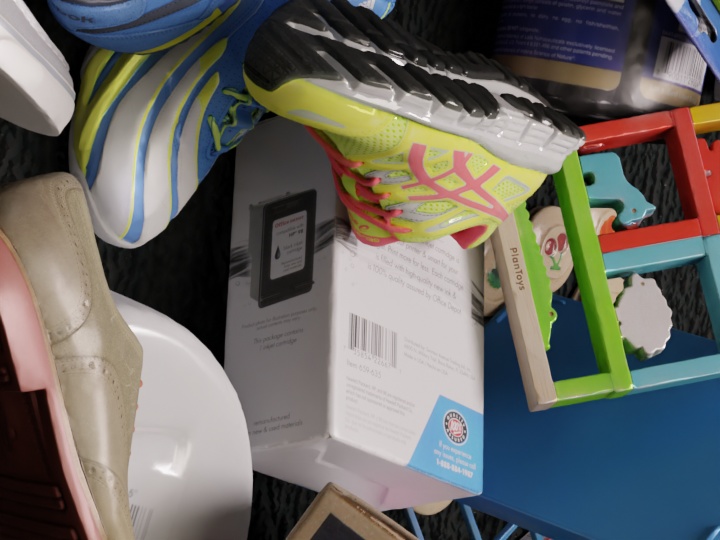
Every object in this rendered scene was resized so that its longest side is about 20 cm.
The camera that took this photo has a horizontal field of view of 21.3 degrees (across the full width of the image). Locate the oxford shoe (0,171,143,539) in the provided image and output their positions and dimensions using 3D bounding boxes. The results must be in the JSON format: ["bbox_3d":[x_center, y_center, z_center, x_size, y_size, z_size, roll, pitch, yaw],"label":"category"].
[{"bbox_3d":[-0.099,0.061,0.686,0.075,0.070,0.201,-35,124,-42],"label":"oxford shoe"}]

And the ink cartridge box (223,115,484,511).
[{"bbox_3d":[0.000,0.000,0.888,0.116,0.066,0.201,26,58,-46],"label":"ink cartridge box"}]

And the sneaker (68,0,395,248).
[{"bbox_3d":[-0.050,-0.099,0.810,0.076,0.105,0.201,29,78,-49],"label":"sneaker"}]

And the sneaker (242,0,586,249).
[{"bbox_3d":[0.016,-0.049,0.799,0.200,0.078,0.090,15,117,-50],"label":"sneaker"}]

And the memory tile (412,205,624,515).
[{"bbox_3d":[0.088,0.043,1.054,0.199,0.017,0.154,-17,112,-43],"label":"memory tile"}]

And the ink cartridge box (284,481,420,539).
[{"bbox_3d":[-0.034,0.180,0.823,0.165,0.075,0.200,-54,175,-9],"label":"ink cartridge box"}]

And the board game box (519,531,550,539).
[{"bbox_3d":[0.098,0.256,1.115,0.103,0.019,0.201,-33,122,-35],"label":"board game box"}]

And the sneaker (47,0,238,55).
[{"bbox_3d":[-0.040,-0.158,0.747,0.200,0.066,0.078,-39,171,6],"label":"sneaker"}]

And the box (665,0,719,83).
[{"bbox_3d":[0.190,-0.196,0.908,0.122,0.047,0.201,42,53,-48],"label":"box"}]

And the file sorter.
[{"bbox_3d":[0.133,0.116,0.966,0.139,0.199,0.123,-44,130,-29],"label":"file sorter"}]

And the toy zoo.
[{"bbox_3d":[0.163,-0.014,0.917,0.199,0.020,0.132,-10,77,-10],"label":"toy zoo"}]

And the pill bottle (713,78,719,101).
[{"bbox_3d":[0.257,-0.194,1.103,0.110,0.110,0.201,-2,101,-46],"label":"pill bottle"}]

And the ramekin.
[{"bbox_3d":[-0.137,0.094,0.775,0.200,0.097,0.202,-14,110,-43],"label":"ramekin"}]

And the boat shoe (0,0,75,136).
[{"bbox_3d":[-0.168,-0.132,0.715,0.200,0.072,0.069,45,68,-32],"label":"boat shoe"}]

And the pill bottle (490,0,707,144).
[{"bbox_3d":[0.136,-0.172,0.981,0.112,0.112,0.201,9,93,-47],"label":"pill bottle"}]
